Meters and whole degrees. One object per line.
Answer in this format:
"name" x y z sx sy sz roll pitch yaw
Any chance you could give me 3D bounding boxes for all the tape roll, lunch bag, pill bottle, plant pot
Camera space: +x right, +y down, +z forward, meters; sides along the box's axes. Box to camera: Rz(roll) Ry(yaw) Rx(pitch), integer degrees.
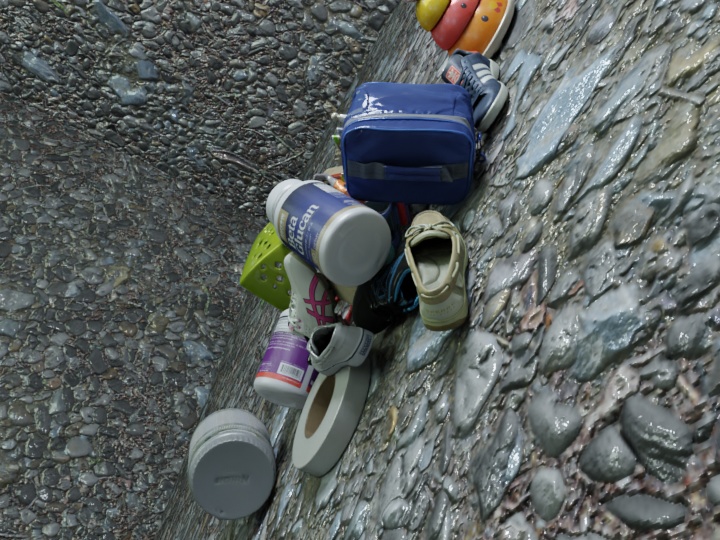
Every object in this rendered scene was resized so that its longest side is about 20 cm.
"tape roll" -0.047 0.213 1.001 0.203 0.037 0.203 -58 15 26
"lunch bag" 0.074 -0.167 0.902 0.136 0.199 0.133 84 -168 -48
"pill bottle" -0.055 -0.064 0.929 0.200 0.111 0.111 34 100 48
"plant pot" -0.119 -0.033 1.405 0.182 0.200 0.199 -49 18 31
"pill bottle" -0.117 0.150 1.223 0.112 0.112 0.201 -40 27 60

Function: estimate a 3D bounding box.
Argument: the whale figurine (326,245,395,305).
"whale figurine" -0.011 -0.007 1.062 0.104 0.159 0.200 -37 9 -23

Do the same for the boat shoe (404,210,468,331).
"boat shoe" 0.088 -0.017 0.775 0.073 0.063 0.201 -12 39 14

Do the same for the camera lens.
"camera lens" -0.243 0.358 1.226 0.161 0.159 0.200 -65 13 -3

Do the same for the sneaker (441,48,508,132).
"sneaker" 0.163 -0.275 0.971 0.075 0.084 0.200 -56 16 31

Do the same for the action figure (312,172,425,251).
"action figure" 0.021 -0.133 1.078 0.105 0.193 0.201 -49 -41 -55

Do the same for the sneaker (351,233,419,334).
"sneaker" 0.044 0.031 0.900 0.200 0.073 0.082 -55 16 37

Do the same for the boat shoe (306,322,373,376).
"boat shoe" -0.045 0.108 0.964 0.200 0.065 0.074 -36 31 62

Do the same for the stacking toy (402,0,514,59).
"stacking toy" 0.142 -0.433 1.089 0.146 0.199 0.146 -59 15 25

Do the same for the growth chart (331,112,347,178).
"growth chart" 0.017 -0.186 1.076 0.018 0.144 0.200 -63 -25 -24

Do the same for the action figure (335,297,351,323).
"action figure" 0.000 0.000 1.153 0.201 0.065 0.052 -63 -18 10

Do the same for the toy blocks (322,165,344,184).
"toy blocks" -0.002 -0.169 1.239 0.137 0.199 0.100 -66 -37 -66

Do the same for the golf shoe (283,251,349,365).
"golf shoe" -0.082 0.065 1.056 0.092 0.201 0.073 -32 23 -19
